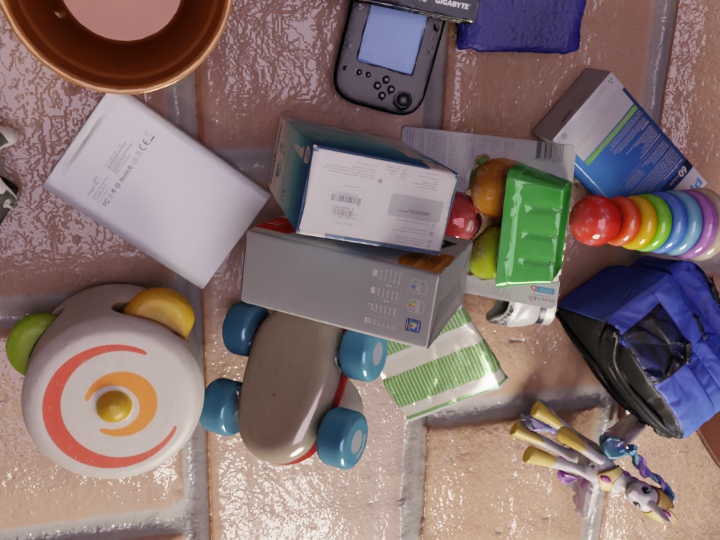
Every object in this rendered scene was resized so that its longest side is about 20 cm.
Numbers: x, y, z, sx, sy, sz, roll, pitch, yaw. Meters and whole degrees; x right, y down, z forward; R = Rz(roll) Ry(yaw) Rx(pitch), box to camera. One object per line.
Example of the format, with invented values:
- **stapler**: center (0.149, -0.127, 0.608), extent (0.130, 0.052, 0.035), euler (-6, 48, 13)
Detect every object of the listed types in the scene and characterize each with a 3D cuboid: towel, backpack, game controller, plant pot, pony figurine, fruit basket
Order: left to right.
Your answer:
- **plant pot**: center (-0.221, -0.270, 0.741), extent (0.199, 0.140, 0.201), euler (-4, 108, -13)
- **game controller**: center (0.039, -0.272, 0.863), extent (0.104, 0.042, 0.201), euler (11, 104, -18)
- **towel**: center (0.070, 0.087, 0.968), extent (0.152, 0.023, 0.200), euler (-24, 114, 26)
- **fruit basket**: center (0.136, -0.062, 0.917), extent (0.199, 0.094, 0.187), euler (12, 109, 28)
- **towel**: center (0.179, -0.340, 0.878), extent (0.147, 0.050, 0.201), euler (0, 108, -7)
- **pony figurine**: center (0.296, 0.244, 1.041), extent (0.199, 0.193, 0.167), euler (29, 96, -2)
- **backpack**: center (0.370, 0.094, 0.988), extent (0.167, 0.163, 0.201), euler (-34, 100, -1)

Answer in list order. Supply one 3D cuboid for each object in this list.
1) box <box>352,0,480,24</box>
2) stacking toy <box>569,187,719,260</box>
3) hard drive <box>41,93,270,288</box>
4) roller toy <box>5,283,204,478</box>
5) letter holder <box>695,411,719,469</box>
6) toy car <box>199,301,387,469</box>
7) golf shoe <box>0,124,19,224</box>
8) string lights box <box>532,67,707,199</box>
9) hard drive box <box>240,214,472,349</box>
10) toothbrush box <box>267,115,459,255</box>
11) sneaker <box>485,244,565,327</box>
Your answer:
- **box**: center (0.034, -0.346, 0.806), extent (0.199, 0.046, 0.160), euler (10, 104, -2)
- **stacking toy**: center (0.316, -0.055, 0.898), extent (0.199, 0.085, 0.086), euler (1, 108, -30)
- **hard drive**: center (-0.214, -0.087, 0.865), extent (0.200, 0.026, 0.132), euler (35, 96, -22)
- **roller toy**: center (-0.257, 0.118, 0.860), extent (0.199, 0.140, 0.183), euler (-19, 112, -8)
- **letter holder**: center (0.512, 0.189, 1.112), extent (0.142, 0.101, 0.200), euler (-39, 113, 3)
- **toy car**: center (-0.048, 0.140, 0.939), extent (0.200, 0.183, 0.178), euler (38, 63, -62)
- **golf shoe**: center (-0.386, -0.052, 0.807), extent (0.088, 0.077, 0.201), euler (-2, 109, -22)
- **string lights box**: center (0.313, -0.135, 0.971), extent (0.200, 0.059, 0.103), euler (40, 94, -23)
- **hard drive box**: center (0.000, 0.000, 0.837), extent (0.199, 0.156, 0.077), euler (12, 107, 16)
- **toothbrush box**: center (-0.007, -0.092, 0.825), extent (0.145, 0.200, 0.086), euler (8, 107, -18)
- **sneaker**: center (0.196, -0.025, 0.974), extent (0.080, 0.076, 0.201), euler (-1, 107, -4)
